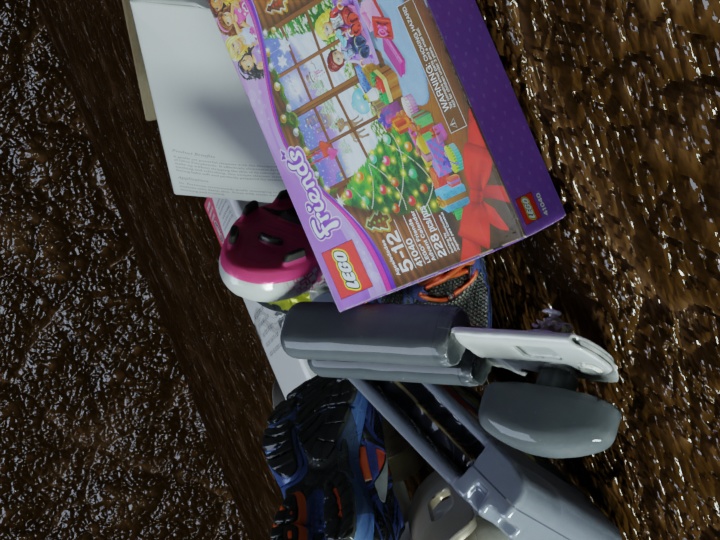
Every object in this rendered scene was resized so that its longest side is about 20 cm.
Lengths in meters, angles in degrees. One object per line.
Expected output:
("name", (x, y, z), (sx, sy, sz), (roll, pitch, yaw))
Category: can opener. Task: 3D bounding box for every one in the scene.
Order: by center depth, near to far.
("can opener", (0.041, 0.048, 0.833), (0.198, 0.067, 0.053), (6, 157, 38))

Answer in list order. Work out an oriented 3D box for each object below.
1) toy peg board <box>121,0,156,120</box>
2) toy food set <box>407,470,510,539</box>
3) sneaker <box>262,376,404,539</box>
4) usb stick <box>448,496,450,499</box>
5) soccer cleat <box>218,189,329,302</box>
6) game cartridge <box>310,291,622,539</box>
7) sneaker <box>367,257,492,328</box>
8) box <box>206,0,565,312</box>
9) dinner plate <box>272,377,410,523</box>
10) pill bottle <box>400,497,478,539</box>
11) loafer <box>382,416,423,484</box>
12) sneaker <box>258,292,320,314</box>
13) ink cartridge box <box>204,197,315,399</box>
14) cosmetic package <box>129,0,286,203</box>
("toy peg board", (-0.136, -0.254, 1.209), (0.201, 0.097, 0.201), (92, 168, -63))
("toy food set", (0.082, 0.214, 0.895), (0.144, 0.060, 0.202), (-104, -7, -84))
("sneaker", (-0.012, 0.135, 0.996), (0.079, 0.075, 0.201), (51, -155, -32))
("usb stick", (0.063, 0.118, 1.127), (0.202, 0.032, 0.055), (66, 161, 1))
("soccer cleat", (-0.026, -0.013, 0.976), (0.200, 0.069, 0.087), (-50, -29, -57))
("game cartridge", (0.060, 0.093, 0.921), (0.200, 0.041, 0.133), (43, -178, 42))
("sneaker", (0.033, -0.031, 0.886), (0.078, 0.075, 0.202), (38, 151, 59))
("box", (0.005, -0.093, 0.807), (0.136, 0.039, 0.202), (-23, 91, 45))
("dinner plate", (-0.005, 0.165, 1.373), (0.200, 0.024, 0.201), (48, -162, -21))
("pill bottle", (0.096, 0.252, 1.048), (0.202, 0.109, 0.109), (69, 168, -10))
("loafer", (0.019, 0.133, 1.262), (0.200, 0.075, 0.068), (115, 130, -87))
("sneaker", (0.000, 0.000, 1.096), (0.199, 0.084, 0.075), (27, 140, 38))
("ink cartridge box", (-0.042, 0.012, 1.256), (0.145, 0.084, 0.202), (137, 110, -77))
("cosmetic package", (-0.074, -0.131, 1.024), (0.201, 0.106, 0.086), (90, -172, -58))
